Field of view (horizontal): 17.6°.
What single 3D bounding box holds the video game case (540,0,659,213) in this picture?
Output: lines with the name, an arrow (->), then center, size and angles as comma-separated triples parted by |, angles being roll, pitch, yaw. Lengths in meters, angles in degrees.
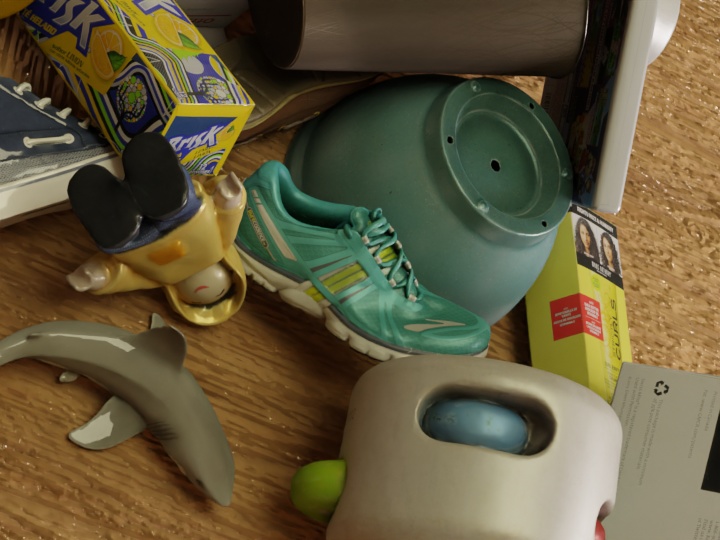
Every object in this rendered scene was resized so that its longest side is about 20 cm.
video game case -> 0.168, -0.147, 1.653 | 0.023, 0.182, 0.201 | 10, 94, -12

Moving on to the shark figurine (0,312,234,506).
shark figurine -> -0.154, 0.056, 1.431 | 0.214, 0.089, 0.129 | 20, 56, -33

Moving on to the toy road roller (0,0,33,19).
toy road roller -> -0.273, -0.193, 1.425 | 0.200, 0.146, 0.123 | -43, 66, -3

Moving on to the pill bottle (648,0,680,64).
pill bottle -> 0.143, -0.226, 1.793 | 0.199, 0.109, 0.110 | 18, 58, -32

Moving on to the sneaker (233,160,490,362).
sneaker -> 0.000, 0.000, 1.538 | 0.199, 0.080, 0.078 | 30, 25, 4

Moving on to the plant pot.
plant pot -> 0.064, -0.055, 1.628 | 0.199, 0.134, 0.201 | 18, 59, -32

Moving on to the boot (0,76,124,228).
boot -> -0.196, -0.085, 1.472 | 0.199, 0.073, 0.091 | -19, 88, -42

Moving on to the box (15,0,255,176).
box -> -0.154, -0.148, 1.489 | 0.070, 0.064, 0.200 | -3, 46, -46

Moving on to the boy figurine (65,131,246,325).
boy figurine -> -0.124, -0.017, 1.458 | 0.124, 0.200, 0.065 | -29, 68, -1

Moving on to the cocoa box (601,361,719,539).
cocoa box -> 0.229, 0.183, 1.585 | 0.131, 0.133, 0.201 | 45, 58, -60

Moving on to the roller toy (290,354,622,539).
roller toy -> 0.076, 0.134, 1.500 | 0.199, 0.182, 0.141 | 27, 65, -39

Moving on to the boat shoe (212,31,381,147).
boat shoe -> -0.052, -0.135, 1.616 | 0.200, 0.068, 0.072 | -28, 76, -39

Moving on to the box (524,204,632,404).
box -> 0.160, 0.054, 1.700 | 0.075, 0.050, 0.201 | 29, 51, -49

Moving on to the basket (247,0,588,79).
basket -> 0.032, -0.206, 1.565 | 0.199, 0.136, 0.182 | -9, 87, -21

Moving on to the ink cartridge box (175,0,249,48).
ink cartridge box -> -0.135, -0.232, 1.598 | 0.115, 0.067, 0.201 | -6, 73, -41
